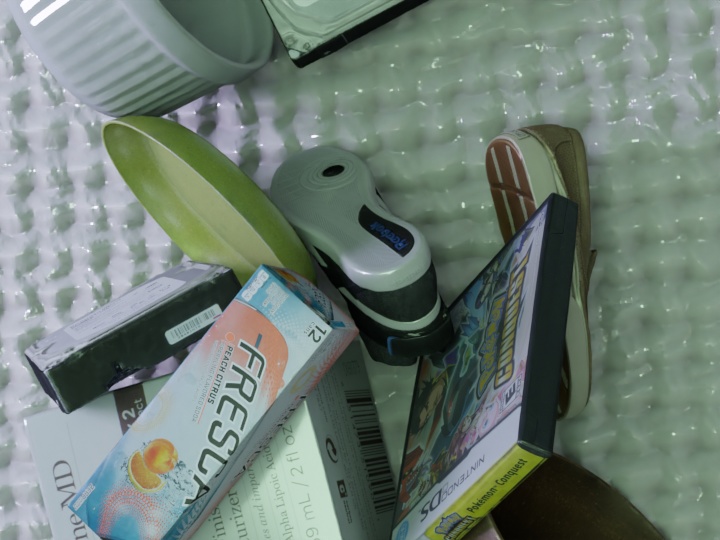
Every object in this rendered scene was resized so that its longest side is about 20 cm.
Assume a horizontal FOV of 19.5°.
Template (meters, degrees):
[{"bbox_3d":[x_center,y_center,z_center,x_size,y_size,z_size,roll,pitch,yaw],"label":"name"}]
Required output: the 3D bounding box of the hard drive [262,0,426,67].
[{"bbox_3d":[0.012,-0.248,1.446,0.199,0.038,0.140,-27,82,3],"label":"hard drive"}]

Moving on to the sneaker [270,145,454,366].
[{"bbox_3d":[0.000,0.000,1.433,0.073,0.200,0.112,-25,123,-9],"label":"sneaker"}]

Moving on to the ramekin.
[{"bbox_3d":[-0.159,-0.198,1.441,0.105,0.200,0.201,-30,82,23],"label":"ramekin"}]

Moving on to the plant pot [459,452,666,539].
[{"bbox_3d":[0.095,0.250,1.385,0.187,0.187,0.200,44,115,12],"label":"plant pot"}]

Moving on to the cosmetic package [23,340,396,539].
[{"bbox_3d":[-0.093,0.149,1.429,0.199,0.165,0.166,-17,83,15],"label":"cosmetic package"}]

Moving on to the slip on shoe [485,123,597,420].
[{"bbox_3d":[0.135,0.000,1.422,0.060,0.076,0.201,-15,96,-30],"label":"slip on shoe"}]

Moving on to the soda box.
[{"bbox_3d":[-0.090,0.092,1.307,0.064,0.068,0.200,40,98,13],"label":"soda box"}]

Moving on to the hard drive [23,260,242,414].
[{"bbox_3d":[-0.155,0.040,1.413,0.139,0.200,0.038,-29,97,-10],"label":"hard drive"}]

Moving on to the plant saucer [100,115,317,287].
[{"bbox_3d":[-0.096,-0.037,1.429,0.200,0.200,0.031,41,74,12],"label":"plant saucer"}]

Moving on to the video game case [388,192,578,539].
[{"bbox_3d":[0.077,0.076,1.342,0.025,0.201,0.181,23,139,-15],"label":"video game case"}]
